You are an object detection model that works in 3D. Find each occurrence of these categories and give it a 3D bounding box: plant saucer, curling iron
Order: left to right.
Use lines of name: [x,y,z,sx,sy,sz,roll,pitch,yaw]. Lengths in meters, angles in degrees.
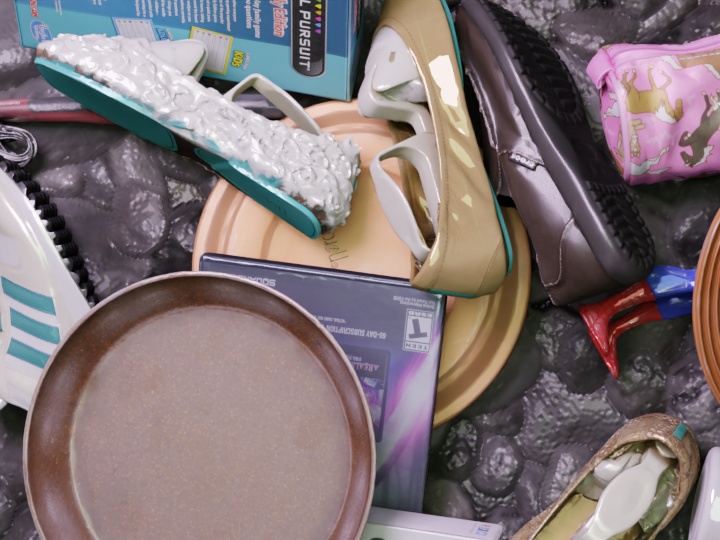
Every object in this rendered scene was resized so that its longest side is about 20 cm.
curling iron: [-0.142,-0.085,1.297,0.198,0.026,0.050,-7,89,4]
plant saucer: [-0.086,0.101,1.208,0.198,0.034,0.203,0,90,11]
plant saucer: [0.000,0.000,1.279,0.198,0.032,0.203,0,85,4]

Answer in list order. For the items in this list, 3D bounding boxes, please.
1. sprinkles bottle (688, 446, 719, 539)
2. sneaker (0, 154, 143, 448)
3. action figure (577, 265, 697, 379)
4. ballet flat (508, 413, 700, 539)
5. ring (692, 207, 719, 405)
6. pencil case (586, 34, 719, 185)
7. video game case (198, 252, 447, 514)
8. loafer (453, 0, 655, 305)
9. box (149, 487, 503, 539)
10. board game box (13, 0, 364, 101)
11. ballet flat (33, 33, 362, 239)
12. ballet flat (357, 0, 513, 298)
sprinkles bottle: [0.285,0.151,1.230,0.198,0.068,0.069,12,87,5]
sneaker: [-0.191,0.034,1.263,0.093,0.070,0.201,-28,94,1]
action figure: [0.223,-0.002,1.248,0.199,0.066,0.052,-30,59,2]
ballet flat: [0.117,0.161,1.242,0.070,0.065,0.201,36,89,8]
ring: [0.277,0.013,1.223,0.198,0.019,0.203,-4,102,-17]
pencil case: [0.230,-0.103,1.245,0.198,0.083,0.087,-12,86,4]
video game case: [-0.031,0.098,1.256,0.141,0.019,0.202,7,98,8]
loafer: [0.091,-0.067,1.241,0.071,0.073,0.201,-37,61,25]
box: [-0.025,0.202,1.239,0.198,0.036,0.146,7,100,13]
board game box: [-0.097,-0.172,1.236,0.198,0.151,0.047,10,58,4]
ballet flat: [-0.086,-0.090,1.250,0.199,0.072,0.072,31,89,2]
ballet flat: [0.032,-0.080,1.228,0.062,0.069,0.202,-6,67,-23]
